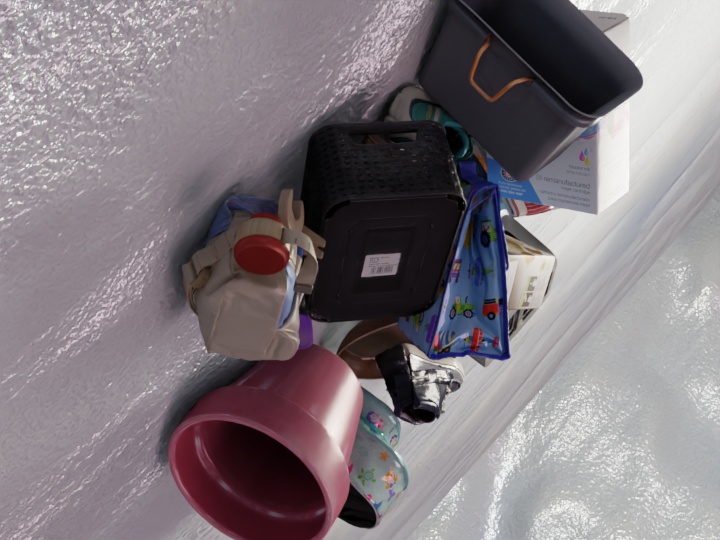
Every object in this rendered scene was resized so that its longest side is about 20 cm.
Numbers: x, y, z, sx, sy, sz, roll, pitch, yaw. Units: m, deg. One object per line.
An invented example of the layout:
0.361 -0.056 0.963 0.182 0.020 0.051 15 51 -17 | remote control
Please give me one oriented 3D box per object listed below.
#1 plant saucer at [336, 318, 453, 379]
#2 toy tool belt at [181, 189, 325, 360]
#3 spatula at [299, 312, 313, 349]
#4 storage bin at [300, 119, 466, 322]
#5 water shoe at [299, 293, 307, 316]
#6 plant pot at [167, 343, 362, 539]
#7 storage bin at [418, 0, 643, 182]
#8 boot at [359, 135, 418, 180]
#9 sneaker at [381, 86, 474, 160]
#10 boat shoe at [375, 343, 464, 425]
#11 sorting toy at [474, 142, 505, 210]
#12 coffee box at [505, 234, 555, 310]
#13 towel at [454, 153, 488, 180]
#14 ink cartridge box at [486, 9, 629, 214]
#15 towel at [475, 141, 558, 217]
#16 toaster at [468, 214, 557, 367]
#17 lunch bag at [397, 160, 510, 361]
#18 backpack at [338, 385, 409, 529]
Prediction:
0.059 0.090 1.495 0.199 0.035 0.201 -11 156 -5 | plant saucer
-0.094 -0.015 1.015 0.201 0.124 0.124 108 -12 -54 | toy tool belt
-0.082 0.034 1.195 0.200 0.056 0.021 84 16 -63 | spatula
0.014 -0.043 1.112 0.134 0.094 0.201 -4 144 -12 | storage bin
0.000 0.000 1.285 0.200 0.079 0.072 -40 158 -32 | water shoe
-0.088 0.184 1.277 0.179 0.199 0.201 -55 171 -49 | plant pot
0.151 -0.188 1.130 0.145 0.200 0.135 -35 165 -40 | storage bin
0.025 -0.089 1.199 0.075 0.074 0.200 -43 164 -3 | boot
0.089 -0.145 1.224 0.078 0.079 0.200 -59 162 21 | sneaker
0.088 0.164 1.511 0.074 0.093 0.200 -27 154 25 | boat shoe
0.182 -0.121 1.515 0.200 0.107 0.180 -34 175 -42 | sorting toy
0.154 -0.003 1.508 0.199 0.114 0.080 -1 111 -52 | coffee box
0.088 -0.050 1.379 0.048 0.112 0.201 13 118 -28 | towel
0.212 -0.177 1.239 0.084 0.144 0.201 -32 125 -44 | ink cartridge box
0.220 -0.141 1.409 0.199 0.145 0.023 -15 166 -43 | towel
0.207 0.040 1.805 0.181 0.118 0.200 -45 161 -17 | toaster
0.103 -0.018 1.226 0.151 0.093 0.202 -138 -130 -75 | lunch bag
-0.027 0.233 1.471 0.151 0.200 0.178 -44 160 -22 | backpack
